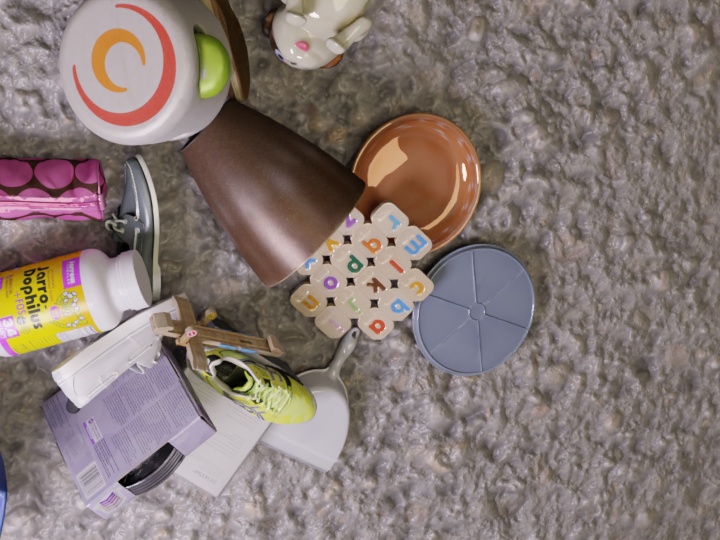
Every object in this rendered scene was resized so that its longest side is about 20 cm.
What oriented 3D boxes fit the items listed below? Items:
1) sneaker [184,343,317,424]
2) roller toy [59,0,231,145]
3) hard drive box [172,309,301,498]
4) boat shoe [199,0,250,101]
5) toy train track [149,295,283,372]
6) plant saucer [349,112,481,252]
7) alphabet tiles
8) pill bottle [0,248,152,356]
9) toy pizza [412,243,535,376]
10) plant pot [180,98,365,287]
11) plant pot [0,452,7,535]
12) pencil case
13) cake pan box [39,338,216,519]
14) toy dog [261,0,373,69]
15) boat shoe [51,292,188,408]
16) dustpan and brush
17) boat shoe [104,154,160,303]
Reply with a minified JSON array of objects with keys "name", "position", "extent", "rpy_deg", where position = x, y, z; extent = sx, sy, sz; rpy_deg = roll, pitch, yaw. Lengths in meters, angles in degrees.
[{"name":"sneaker","position":[-0.140,0.157,1.586],"extent":[0.199,0.076,0.076],"rpy_deg":[28,94,-26]},{"name":"roller toy","position":[-0.253,-0.246,1.446],"extent":[0.200,0.140,0.183],"rpy_deg":[45,109,7]},{"name":"hard drive box","position":[-0.204,0.182,1.654],"extent":[0.155,0.077,0.201],"rpy_deg":[36,91,-25]},{"name":"boat shoe","position":[-0.196,-0.302,1.524],"extent":[0.071,0.072,0.201],"rpy_deg":[-11,122,15]},{"name":"toy train track","position":[-0.173,0.077,1.531],"extent":[0.199,0.115,0.033],"rpy_deg":[16,130,-42]},{"name":"plant saucer","position":[0.072,-0.121,1.687],"extent":[0.198,0.037,0.202],"rpy_deg":[-6,108,-19]},{"name":"alphabet tiles","position":[0.000,0.000,1.678],"extent":[0.200,0.015,0.195],"rpy_deg":[-44,113,10]},{"name":"pill bottle","position":[-0.365,0.034,1.508],"extent":[0.198,0.104,0.105],"rpy_deg":[-15,112,2]},{"name":"toy pizza","position":[0.165,0.057,1.778],"extent":[0.198,0.032,0.202],"rpy_deg":[-6,107,-20]},{"name":"plant pot","position":[-0.127,-0.115,1.550],"extent":[0.200,0.187,0.187],"rpy_deg":[44,88,-13]},{"name":"plant pot","position":[-0.540,0.261,1.476],"extent":[0.198,0.181,0.201],"rpy_deg":[6,131,-21]},{"name":"pencil case","position":[-0.408,-0.095,1.485],"extent":[0.198,0.094,0.092],"rpy_deg":[-3,104,-20]},{"name":"cake pan box","position":[-0.297,0.190,1.549],"extent":[0.184,0.200,0.052],"rpy_deg":[-40,139,-1]},{"name":"toy dog","position":[-0.048,-0.344,1.516],"extent":[0.139,0.195,0.201],"rpy_deg":[21,120,-22]},{"name":"boat shoe","position":[-0.290,0.100,1.530],"extent":[0.200,0.072,0.069],"rpy_deg":[-37,100,-34]},{"name":"dustpan and brush","position":[-0.051,0.173,1.729],"extent":[0.139,0.057,0.201],"rpy_deg":[29,101,-27]},{"name":"boat shoe","position":[-0.294,-0.048,1.554],"extent":[0.061,0.073,0.202],"rpy_deg":[-9,114,-22]}]
